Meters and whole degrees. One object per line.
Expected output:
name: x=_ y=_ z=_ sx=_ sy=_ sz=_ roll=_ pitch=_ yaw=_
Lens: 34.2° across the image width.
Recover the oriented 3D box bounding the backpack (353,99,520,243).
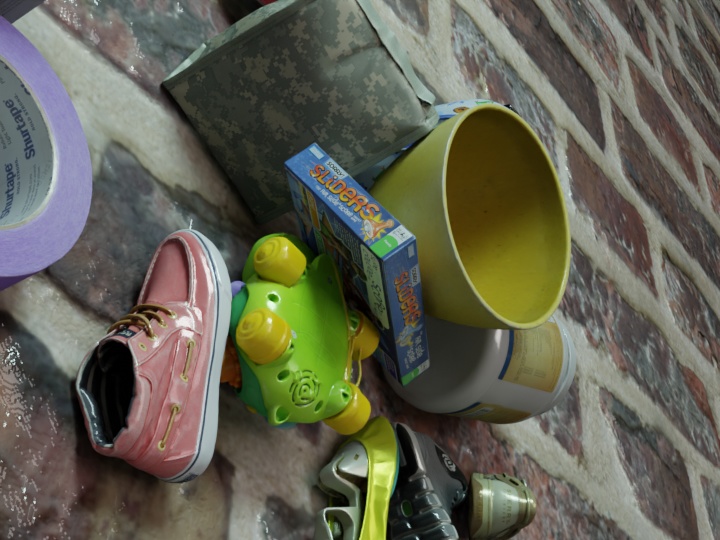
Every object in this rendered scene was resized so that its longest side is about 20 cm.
backpack: x=0.090 y=-0.086 z=1.215 sx=0.200 sy=0.190 sz=0.154 roll=61 pitch=31 yaw=-13

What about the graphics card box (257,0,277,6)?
graphics card box: x=-0.077 y=-0.335 z=1.210 sx=0.125 sy=0.051 sz=0.200 roll=44 pitch=30 yaw=5

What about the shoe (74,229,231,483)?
shoe: x=-0.150 y=0.049 z=0.854 sx=0.091 sy=0.071 sz=0.201 roll=35 pitch=48 yaw=-52

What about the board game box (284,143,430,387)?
board game box: x=0.000 y=0.000 z=1.009 sx=0.135 sy=0.034 sz=0.200 roll=45 pitch=-19 yaw=30

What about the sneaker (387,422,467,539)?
sneaker: x=0.075 y=0.241 z=1.098 sx=0.115 sy=0.075 sz=0.201 roll=16 pitch=56 yaw=-57

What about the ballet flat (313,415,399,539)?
ballet flat: x=-0.008 y=0.203 z=0.999 sx=0.067 sy=0.067 sz=0.200 roll=30 pitch=46 yaw=-29

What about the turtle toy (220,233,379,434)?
turtle toy: x=-0.062 y=0.046 z=0.970 sx=0.146 sy=0.101 sz=0.200 roll=46 pitch=36 yaw=-35

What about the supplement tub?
supplement tub: x=0.126 y=0.083 z=1.210 sx=0.200 sy=0.144 sz=0.145 roll=19 pitch=55 yaw=-53

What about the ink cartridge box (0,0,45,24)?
ink cartridge box: x=-0.278 y=-0.246 z=0.765 sx=0.200 sy=0.145 sz=0.088 roll=6 pitch=65 yaw=-57

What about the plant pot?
plant pot: x=0.079 y=-0.036 z=1.062 sx=0.200 sy=0.142 sz=0.201 roll=17 pitch=67 yaw=-47

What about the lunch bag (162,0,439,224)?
lunch bag: x=-0.044 y=-0.162 z=1.039 sx=0.164 sy=0.200 sz=0.118 roll=56 pitch=32 yaw=-18

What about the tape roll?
tape roll: x=-0.269 y=-0.080 z=0.753 sx=0.200 sy=0.066 sz=0.201 roll=36 pitch=43 yaw=-43

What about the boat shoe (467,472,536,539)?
boat shoe: x=0.137 y=0.235 z=1.144 sx=0.200 sy=0.062 sz=0.074 roll=52 pitch=38 yaw=-80
